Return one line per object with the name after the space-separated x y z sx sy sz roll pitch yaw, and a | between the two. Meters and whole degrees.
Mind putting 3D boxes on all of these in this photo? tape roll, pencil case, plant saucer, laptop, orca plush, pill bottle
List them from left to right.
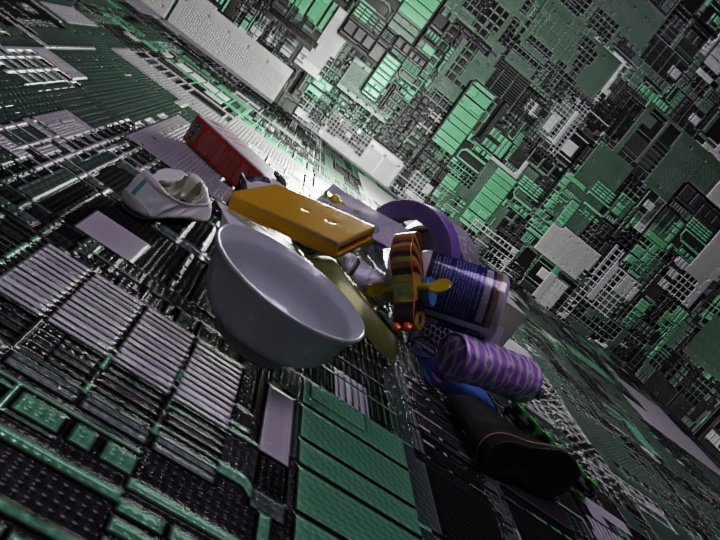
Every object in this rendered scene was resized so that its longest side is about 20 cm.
-0.189 -0.125 1.196 0.199 0.070 0.107 -18 101 -65 | orca plush
-0.003 0.049 0.984 0.201 0.031 0.200 51 2 -2 | plant saucer
0.094 -0.036 1.290 0.199 0.201 0.085 41 14 14 | tape roll
0.138 0.033 1.089 0.197 0.118 0.116 18 12 5 | pill bottle
0.190 0.142 1.144 0.186 0.202 0.115 33 -20 -21 | laptop
0.212 0.164 1.077 0.198 0.086 0.084 23 23 -30 | pencil case

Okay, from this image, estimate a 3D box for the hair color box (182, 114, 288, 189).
-0.248 -0.218 1.298 0.200 0.061 0.101 43 14 16 | hair color box

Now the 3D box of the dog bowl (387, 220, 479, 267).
0.145 -0.009 1.361 0.200 0.201 0.059 41 24 14 | dog bowl

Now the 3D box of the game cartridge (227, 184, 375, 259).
-0.092 -0.083 1.041 0.198 0.033 0.176 23 18 14 | game cartridge

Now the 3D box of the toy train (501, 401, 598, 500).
0.312 0.294 1.080 0.200 0.042 0.056 46 4 9 | toy train

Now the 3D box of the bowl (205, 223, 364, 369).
-0.098 0.044 0.727 0.200 0.091 0.201 36 13 -10 | bowl

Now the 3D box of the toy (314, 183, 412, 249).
0.008 -0.078 1.200 0.199 0.047 0.115 34 30 1 | toy

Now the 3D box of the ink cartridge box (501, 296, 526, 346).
0.269 0.082 1.532 0.124 0.129 0.200 32 13 -24 | ink cartridge box

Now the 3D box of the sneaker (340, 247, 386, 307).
0.000 0.000 1.203 0.114 0.075 0.200 35 18 -13 | sneaker

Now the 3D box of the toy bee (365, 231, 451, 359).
0.080 0.047 0.986 0.202 0.130 0.109 62 26 -2 | toy bee

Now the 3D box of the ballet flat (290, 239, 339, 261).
-0.078 -0.046 1.142 0.069 0.070 0.200 32 10 -24 | ballet flat

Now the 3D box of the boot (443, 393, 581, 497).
0.224 0.248 0.965 0.199 0.078 0.138 32 9 -31 | boot

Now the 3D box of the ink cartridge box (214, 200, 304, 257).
-0.144 -0.024 0.969 0.160 0.050 0.200 31 5 -29 | ink cartridge box

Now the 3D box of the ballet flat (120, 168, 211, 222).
-0.247 -0.104 0.893 0.069 0.070 0.200 39 12 9 | ballet flat
